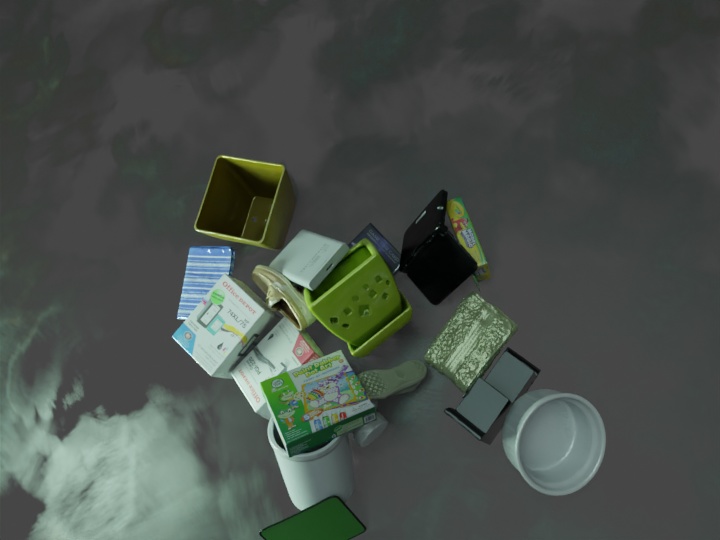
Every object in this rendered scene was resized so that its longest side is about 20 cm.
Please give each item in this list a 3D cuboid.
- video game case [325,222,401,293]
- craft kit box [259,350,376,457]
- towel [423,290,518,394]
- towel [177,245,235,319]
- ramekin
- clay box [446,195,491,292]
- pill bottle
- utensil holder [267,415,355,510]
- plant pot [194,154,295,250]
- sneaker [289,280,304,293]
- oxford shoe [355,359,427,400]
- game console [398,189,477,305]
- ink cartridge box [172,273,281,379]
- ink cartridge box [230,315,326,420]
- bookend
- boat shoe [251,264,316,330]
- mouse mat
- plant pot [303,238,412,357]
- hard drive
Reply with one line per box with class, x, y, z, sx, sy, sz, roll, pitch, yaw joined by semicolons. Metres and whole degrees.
video game case;0.000;0.000;1.678;0.200;0.019;0.143;-44;67;1
craft kit box;-0.092;0.274;1.428;0.197;0.049;0.198;-20;34;-15
towel;0.248;0.161;1.542;0.148;0.036;0.201;36;87;24
towel;-0.410;0.032;1.799;0.142;0.024;0.204;2;75;19
ramekin;0.384;0.338;1.370;0.196;0.098;0.205;-1;94;-14
clay box;0.253;-0.057;1.562;0.047;0.115;0.203;-22;69;8
pill bottle;-0.030;0.299;1.549;0.111;0.111;0.200;-44;66;1
utensil holder;-0.100;0.400;1.465;0.166;0.203;0.171;-6;34;4
plant pot;-0.271;-0.152;1.724;0.196;0.176;0.204;11;77;20
sneaker;-0.144;0.018;1.681;0.198;0.074;0.089;-34;46;15
oxford shoe;0.059;0.256;1.521;0.197;0.058;0.076;-13;53;-23
game console;0.181;-0.051;1.566;0.115;0.200;0.178;22;54;-15
ink cartridge box;-0.323;0.138;1.663;0.146;0.146;0.201;39;88;15
ink cartridge box;-0.194;0.233;1.622;0.200;0.085;0.146;-47;52;2
bookend;0.280;0.251;1.416;0.092;0.200;0.200;35;87;23
boat shoe;-0.191;0.065;1.608;0.199;0.074;0.069;37;53;15
mouse mat;-0.102;0.569;1.478;0.197;0.162;0.008;-26;36;8
plant pot;0.002;0.068;1.550;0.199;0.199;0.182;-38;104;2
hard drive;-0.125;-0.029;1.608;0.132;0.026;0.199;-49;33;-15
